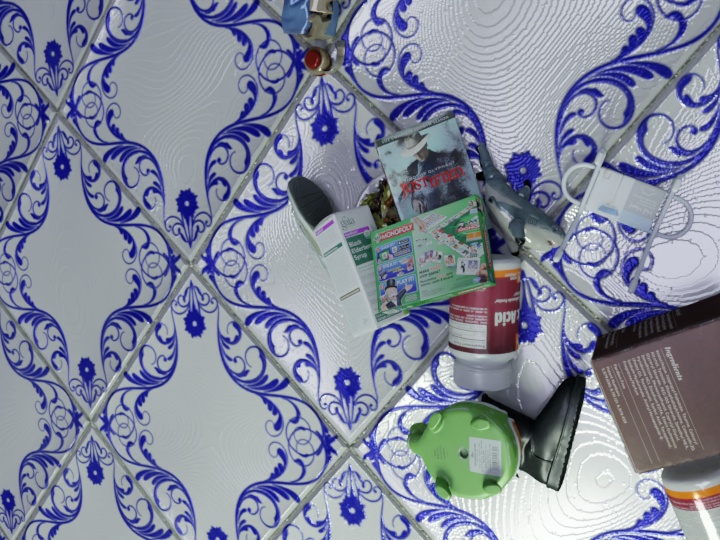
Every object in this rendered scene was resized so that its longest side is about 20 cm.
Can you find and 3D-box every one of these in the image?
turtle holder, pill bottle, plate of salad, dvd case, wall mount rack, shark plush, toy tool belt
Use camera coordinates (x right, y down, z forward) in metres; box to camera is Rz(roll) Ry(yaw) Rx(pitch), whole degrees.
[{"bbox_3d":[0.163,0.277,0.970,0.184,0.131,0.143,-36,74,28],"label":"turtle holder"},{"bbox_3d":[0.518,0.371,0.892,0.108,0.109,0.204,-24,86,25],"label":"pill bottle"},{"bbox_3d":[0.068,-0.072,1.085,0.195,0.048,0.206,3,98,25],"label":"plate of salad"},{"bbox_3d":[0.119,-0.142,1.040,0.142,0.022,0.205,-18,87,4],"label":"dvd case"},{"bbox_3d":[0.198,0.080,1.005,0.111,0.114,0.206,3,98,24],"label":"pill bottle"},{"bbox_3d":[0.377,-0.076,0.924,0.196,0.074,0.178,25,106,21],"label":"wall mount rack"},{"bbox_3d":[0.244,-0.112,1.009,0.082,0.091,0.203,-30,65,2],"label":"shark plush"},{"bbox_3d":[-0.091,-0.447,1.074,0.122,0.122,0.206,9,100,24],"label":"toy tool belt"}]

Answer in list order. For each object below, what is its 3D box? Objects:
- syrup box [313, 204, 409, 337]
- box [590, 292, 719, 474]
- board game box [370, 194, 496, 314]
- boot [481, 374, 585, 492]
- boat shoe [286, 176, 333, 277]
[{"bbox_3d":[0.000,0.000,1.070,0.081,0.077,0.205,-26,83,54],"label":"syrup box"},{"bbox_3d":[0.445,0.151,0.868,0.197,0.165,0.168,-24,85,26],"label":"box"},{"bbox_3d":[0.107,-0.021,0.978,0.196,0.029,0.138,-17,70,33],"label":"board game box"},{"bbox_3d":[0.267,0.245,1.021,0.159,0.073,0.204,17,101,28],"label":"boot"},{"bbox_3d":[-0.077,-0.074,1.141,0.204,0.074,0.064,57,141,1],"label":"boat shoe"}]
